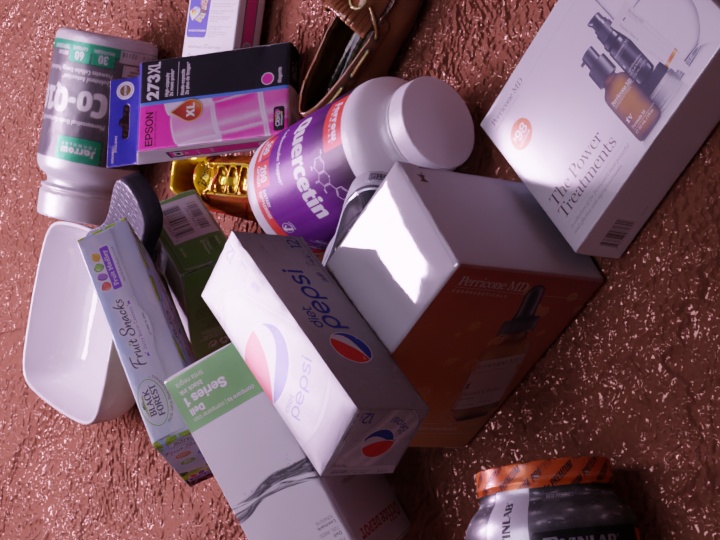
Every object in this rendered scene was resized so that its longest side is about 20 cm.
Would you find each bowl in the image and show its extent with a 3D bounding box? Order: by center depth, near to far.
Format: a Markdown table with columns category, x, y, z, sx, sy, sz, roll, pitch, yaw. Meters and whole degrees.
| category | x | y | z | sx | sy | sz | roll | pitch | yaw |
| --- | --- | --- | --- | --- | --- | --- | --- | --- | --- |
| bowl | -0.284 | 0.054 | 1.620 | 0.199 | 0.074 | 0.201 | 21 | 103 | 51 |

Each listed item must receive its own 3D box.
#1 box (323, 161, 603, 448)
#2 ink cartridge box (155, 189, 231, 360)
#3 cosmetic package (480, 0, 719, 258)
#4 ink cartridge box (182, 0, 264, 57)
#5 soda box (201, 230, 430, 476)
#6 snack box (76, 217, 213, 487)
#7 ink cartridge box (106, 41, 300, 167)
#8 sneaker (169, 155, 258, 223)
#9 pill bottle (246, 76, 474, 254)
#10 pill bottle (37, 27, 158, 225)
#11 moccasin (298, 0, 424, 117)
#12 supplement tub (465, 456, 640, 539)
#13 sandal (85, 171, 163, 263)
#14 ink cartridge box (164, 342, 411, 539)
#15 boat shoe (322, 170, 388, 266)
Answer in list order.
| category | x | y | z | sx | sy | sz | roll | pitch | yaw |
| --- | --- | --- | --- | --- | --- | --- | --- | --- | --- |
| box | 0.055 | 0.032 | 1.129 | 0.200 | 0.152 | 0.107 | -55 | 47 | 33 |
| ink cartridge box | -0.158 | 0.033 | 1.446 | 0.104 | 0.059 | 0.201 | 54 | 156 | 40 |
| cosmetic package | 0.184 | -0.133 | 1.068 | 0.200 | 0.051 | 0.151 | -59 | 42 | 29 |
| ink cartridge box | -0.131 | -0.291 | 1.484 | 0.095 | 0.037 | 0.201 | 13 | 99 | 52 |
| soda box | -0.036 | 0.056 | 1.066 | 0.200 | 0.068 | 0.064 | 52 | 125 | 39 |
| snack box | -0.175 | 0.073 | 1.291 | 0.142 | 0.053 | 0.201 | 71 | 175 | -68 |
| ink cartridge box | -0.155 | -0.156 | 1.421 | 0.199 | 0.037 | 0.095 | -6 | 71 | 17 |
| sneaker | -0.113 | -0.077 | 1.416 | 0.200 | 0.077 | 0.073 | 1 | 85 | 50 |
| pill bottle | 0.000 | -0.090 | 1.245 | 0.200 | 0.112 | 0.113 | -24 | 67 | 48 |
| pill bottle | -0.288 | -0.155 | 1.617 | 0.113 | 0.113 | 0.201 | 17 | 100 | 51 |
| moccasin | -0.001 | -0.221 | 1.289 | 0.074 | 0.077 | 0.202 | 51 | 124 | 41 |
| supplement tub | 0.138 | 0.234 | 1.026 | 0.122 | 0.122 | 0.201 | -22 | 70 | 48 |
| sandal | -0.210 | -0.027 | 1.390 | 0.076 | 0.043 | 0.200 | 60 | 151 | 8 |
| ink cartridge box | -0.054 | 0.150 | 1.199 | 0.084 | 0.146 | 0.201 | -30 | 84 | 15 |
| boat shoe | 0.000 | 0.000 | 1.213 | 0.200 | 0.068 | 0.057 | 100 | -178 | -54 |
